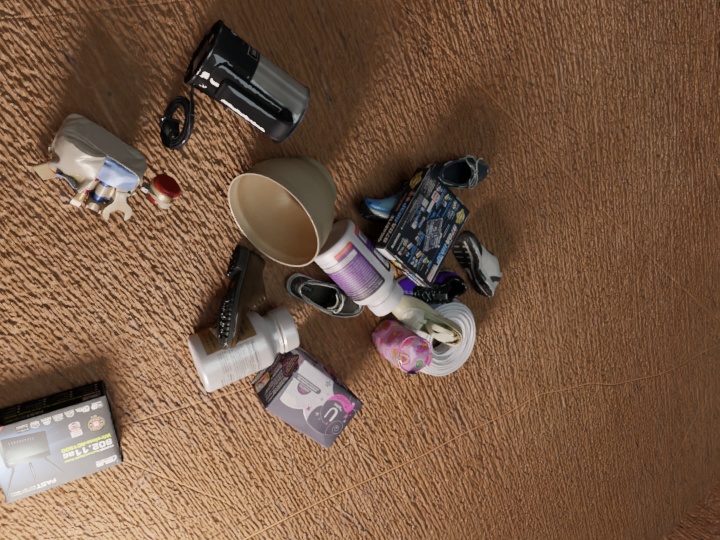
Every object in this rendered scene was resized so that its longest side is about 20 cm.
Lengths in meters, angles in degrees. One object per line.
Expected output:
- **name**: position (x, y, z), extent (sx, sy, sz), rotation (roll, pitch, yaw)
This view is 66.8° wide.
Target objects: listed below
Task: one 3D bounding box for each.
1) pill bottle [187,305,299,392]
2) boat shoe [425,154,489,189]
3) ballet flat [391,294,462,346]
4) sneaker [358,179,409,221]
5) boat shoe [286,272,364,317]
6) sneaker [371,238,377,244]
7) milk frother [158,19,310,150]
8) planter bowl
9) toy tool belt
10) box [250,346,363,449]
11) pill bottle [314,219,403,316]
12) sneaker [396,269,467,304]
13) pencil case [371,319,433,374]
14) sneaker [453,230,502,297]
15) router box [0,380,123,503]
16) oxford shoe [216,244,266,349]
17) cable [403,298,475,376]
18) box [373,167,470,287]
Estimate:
- **pill bottle**: position (-0.227, 0.146, 1.076), extent (0.198, 0.114, 0.116), rotation (-21, 116, -22)
- **boat shoe**: position (0.231, -0.223, 1.235), extent (0.198, 0.061, 0.076), rotation (-6, 100, -38)
- **ballet flat**: position (0.149, 0.117, 1.236), extent (0.198, 0.069, 0.070), rotation (25, 94, -13)
- **sneaker**: position (0.079, -0.152, 1.187), extent (0.198, 0.078, 0.092), rotation (-6, 96, -36)
- **boat shoe**: position (-0.066, 0.064, 1.165), extent (0.198, 0.071, 0.073), rotation (18, 97, -34)
- **sneaker**: position (0.117, -0.038, 1.234), extent (0.197, 0.080, 0.088), rotation (-9, 116, -24)
- **milk frother**: position (-0.219, -0.274, 0.942), extent (0.187, 0.183, 0.199), rotation (29, 134, -33)
- **planter bowl**: position (-0.125, -0.127, 1.012), extent (0.135, 0.198, 0.202), rotation (-51, 128, -37)
- **toy tool belt**: position (-0.409, -0.146, 0.886), extent (0.199, 0.126, 0.123), rotation (34, 120, -31)
- **box**: position (-0.113, 0.268, 1.183), extent (0.133, 0.114, 0.200), rotation (-49, 124, -6)
- **pill bottle**: position (0.000, 0.000, 1.143), extent (0.112, 0.111, 0.200), rotation (-46, 114, -8)
- **sneaker**: position (0.163, 0.047, 1.272), extent (0.197, 0.099, 0.071), rotation (-15, 114, -21)
- **pencil case**: position (0.089, 0.166, 1.214), extent (0.086, 0.200, 0.089), rotation (-2, 96, -16)
- **sneaker**: position (0.293, -0.028, 1.352), extent (0.080, 0.073, 0.201), rotation (-50, 129, -23)
- **router box**: position (-0.544, 0.303, 0.978), extent (0.197, 0.062, 0.152), rotation (-14, 115, -25)
- **oxford shoe**: position (-0.216, 0.056, 1.028), extent (0.084, 0.072, 0.203), rotation (25, 63, -30)
- **cable**: position (0.194, 0.163, 1.350), extent (0.197, 0.069, 0.203), rotation (-3, 108, -29)
- **box**: position (0.134, -0.090, 1.155), extent (0.158, 0.046, 0.202), rotation (37, 76, -34)
